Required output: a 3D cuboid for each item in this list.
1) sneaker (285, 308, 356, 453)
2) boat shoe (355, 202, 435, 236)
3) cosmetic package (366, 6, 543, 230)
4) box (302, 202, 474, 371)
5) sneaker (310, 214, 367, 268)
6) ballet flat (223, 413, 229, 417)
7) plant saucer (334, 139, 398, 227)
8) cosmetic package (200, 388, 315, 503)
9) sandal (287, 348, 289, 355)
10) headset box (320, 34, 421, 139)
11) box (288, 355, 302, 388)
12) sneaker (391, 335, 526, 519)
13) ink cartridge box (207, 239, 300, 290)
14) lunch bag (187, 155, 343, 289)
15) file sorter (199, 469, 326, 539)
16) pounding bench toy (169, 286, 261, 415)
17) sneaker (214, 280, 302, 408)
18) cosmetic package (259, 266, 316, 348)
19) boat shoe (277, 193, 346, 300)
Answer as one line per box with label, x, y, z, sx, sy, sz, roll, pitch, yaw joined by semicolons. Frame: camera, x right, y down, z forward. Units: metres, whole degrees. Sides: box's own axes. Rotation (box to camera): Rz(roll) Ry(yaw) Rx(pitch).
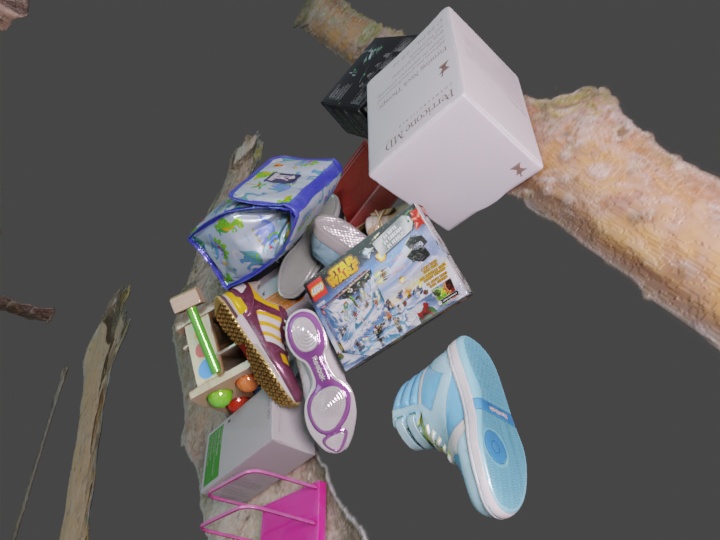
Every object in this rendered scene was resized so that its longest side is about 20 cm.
sneaker;-0.048;0.154;0.784;0.074;0.100;0.203;-16;80;4
boat shoe;0.032;-0.058;0.856;0.199;0.069;0.075;-34;40;37
cosmetic package;0.121;-0.203;0.752;0.167;0.165;0.202;-34;41;36
box;0.031;0.025;0.729;0.199;0.040;0.138;-34;74;21
sneaker;0.000;0.000;0.826;0.200;0.073;0.083;43;136;27
ballet flat;-0.222;0.179;1.049;0.069;0.069;0.202;-30;41;39
plant saucer;-0.007;-0.143;1.014;0.201;0.036;0.200;-50;33;17
cosmetic package;-0.160;0.272;0.859;0.200;0.084;0.108;-43;34;28
sandal;-0.169;0.154;0.996;0.082;0.049;0.205;-7;59;53
headset box;0.036;-0.343;1.032;0.175;0.093;0.200;-50;32;-2
box;-0.048;0.117;0.863;0.200;0.038;0.042;-45;36;24
sneaker;0.094;0.179;0.575;0.130;0.079;0.201;-40;27;27
ink cartridge box;-0.170;-0.047;0.965;0.199;0.095;0.037;-34;13;3
lunch bag;-0.131;-0.086;0.816;0.198;0.128;0.171;-22;21;33
file sorter;-0.136;0.378;0.699;0.139;0.125;0.202;-36;39;34
pounding bench toy;-0.222;0.132;0.878;0.123;0.200;0.157;-28;58;8
sneaker;-0.129;0.102;0.806;0.090;0.201;0.075;-29;-12;-35
cosmetic package;-0.127;0.033;0.987;0.101;0.071;0.201;-30;38;10
boat shoe;-0.074;-0.032;0.921;0.075;0.060;0.202;15;68;28
